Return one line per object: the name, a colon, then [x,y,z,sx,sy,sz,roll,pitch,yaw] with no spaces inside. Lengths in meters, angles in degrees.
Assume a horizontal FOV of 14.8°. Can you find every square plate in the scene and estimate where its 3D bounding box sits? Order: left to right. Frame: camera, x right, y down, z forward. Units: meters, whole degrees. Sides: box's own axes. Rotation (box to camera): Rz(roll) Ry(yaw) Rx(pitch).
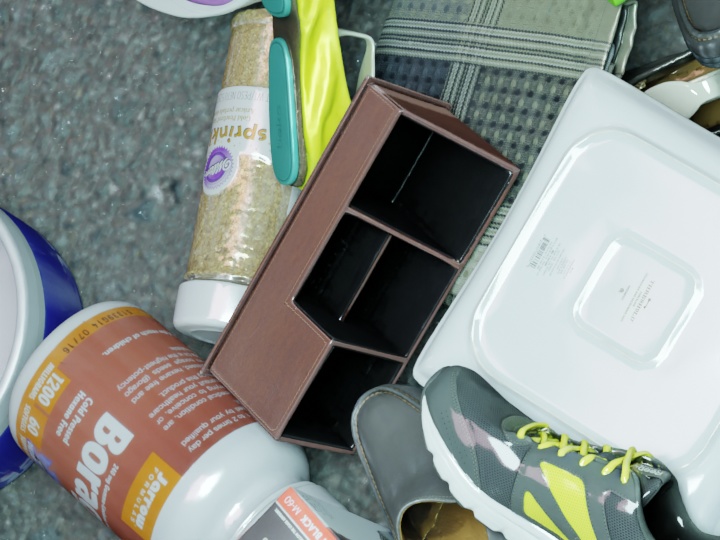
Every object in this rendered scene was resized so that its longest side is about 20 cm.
square plate: [0.148,0.019,1.472,0.198,0.028,0.200,32,95,24]

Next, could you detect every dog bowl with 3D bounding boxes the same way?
dog bowl: [-0.275,0.046,1.736,0.200,0.079,0.200,-7,72,23]

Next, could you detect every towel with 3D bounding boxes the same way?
towel: [0.067,-0.073,1.611,0.200,0.035,0.193,13,82,48]

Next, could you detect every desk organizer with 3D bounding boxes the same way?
desk organizer: [0.000,0.000,1.573,0.077,0.072,0.200,43,109,42]

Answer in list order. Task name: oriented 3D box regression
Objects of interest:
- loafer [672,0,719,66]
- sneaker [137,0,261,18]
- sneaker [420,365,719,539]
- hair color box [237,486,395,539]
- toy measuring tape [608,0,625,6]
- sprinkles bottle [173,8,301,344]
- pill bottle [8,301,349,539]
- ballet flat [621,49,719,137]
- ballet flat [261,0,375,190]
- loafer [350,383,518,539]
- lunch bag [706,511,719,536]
loafer: [0.196,-0.196,1.544,0.073,0.072,0.200,-20,41,22]
sneaker: [-0.046,-0.191,1.688,0.200,0.100,0.075,-10,81,18]
sneaker: [0.118,0.113,1.432,0.200,0.074,0.085,45,120,11]
hair color box: [0.017,0.190,1.488,0.064,0.200,0.111,-47,62,8]
toy measuring tape: [0.115,-0.209,1.587,0.074,0.074,0.200,-46,29,6]
sprinkles bottle: [-0.062,-0.055,1.674,0.068,0.068,0.200,4,76,26]
pill bottle: [-0.103,0.114,1.616,0.200,0.112,0.112,37,92,29]
ballet flat: [0.220,-0.106,1.557,0.200,0.068,0.068,-23,92,19]
ballet flat: [-0.026,-0.146,1.614,0.067,0.067,0.200,-11,104,-18]
loafer: [0.048,0.128,1.482,0.073,0.072,0.200,-53,50,15]
lunch bag: [0.177,0.135,1.498,0.200,0.082,0.161,7,77,26]
